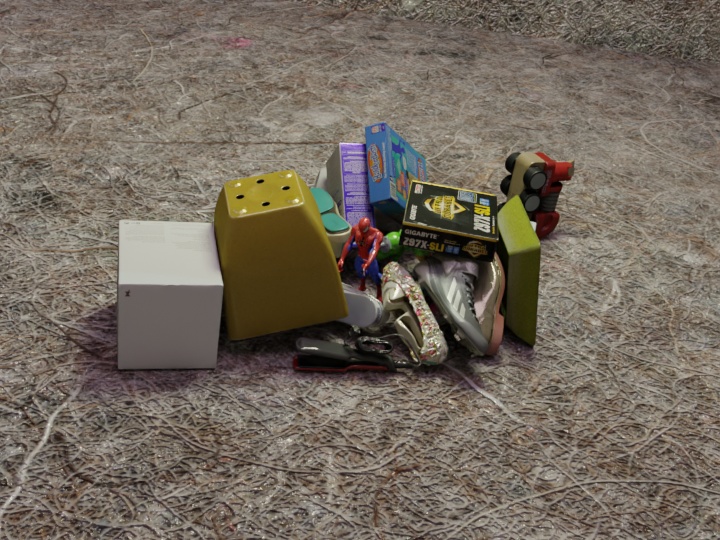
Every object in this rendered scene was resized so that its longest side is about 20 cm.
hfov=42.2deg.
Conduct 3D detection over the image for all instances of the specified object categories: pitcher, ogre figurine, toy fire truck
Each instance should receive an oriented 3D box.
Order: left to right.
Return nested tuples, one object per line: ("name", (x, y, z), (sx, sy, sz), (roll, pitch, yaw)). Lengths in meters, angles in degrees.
("pitcher", (-0.001, -0.118, 1.849), (0.199, 0.121, 0.172), (18, 40, -7))
("ogre figurine", (0.102, -0.063, 1.720), (0.199, 0.099, 0.120), (1, -1, 5))
("toy fire truck", (0.392, -0.166, 1.964), (0.199, 0.177, 0.129), (-5, 31, -24))

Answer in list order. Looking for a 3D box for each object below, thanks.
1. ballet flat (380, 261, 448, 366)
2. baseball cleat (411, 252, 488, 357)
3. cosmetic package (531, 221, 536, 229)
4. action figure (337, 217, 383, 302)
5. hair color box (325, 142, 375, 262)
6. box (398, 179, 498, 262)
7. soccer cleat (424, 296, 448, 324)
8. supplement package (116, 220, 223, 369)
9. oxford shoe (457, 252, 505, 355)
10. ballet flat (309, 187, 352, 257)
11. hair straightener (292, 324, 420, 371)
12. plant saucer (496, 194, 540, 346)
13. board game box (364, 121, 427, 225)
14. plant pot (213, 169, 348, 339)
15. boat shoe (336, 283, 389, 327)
("ballet flat", (0.076, 0.068, 1.515), (0.064, 0.076, 0.200), (-8, 54, -37))
("baseball cleat", (0.165, 0.042, 1.508), (0.106, 0.070, 0.200), (-36, 61, -2))
("cosmetic package", (0.243, -0.067, 1.856), (0.199, 0.072, 0.102), (13, 29, 7))
("action figure", (0.000, 0.000, 1.560), (0.065, 0.200, 0.099), (18, 50, 19))
("hair color box", (-0.018, -0.125, 1.739), (0.065, 0.201, 0.109), (1, -14, -16))
("box", (0.153, -0.087, 1.594), (0.159, 0.050, 0.200), (12, 27, 2))
("soccer cleat", (0.159, 0.060, 1.613), (0.086, 0.070, 0.200), (50, 51, -8))
("supplement package", (-0.300, 0.035, 1.445), (0.151, 0.151, 0.200), (1, 30, -15))
("oxford shoe", (0.197, 0.041, 1.571), (0.074, 0.071, 0.201), (14, 55, -17))
("ballet flat", (-0.063, -0.083, 1.683), (0.069, 0.070, 0.200), (-1, 28, -18))
("hair straightener", (-0.003, 0.125, 1.442), (0.199, 0.077, 0.041), (7, 33, -4))
("plant saucer", (0.265, -0.001, 1.622), (0.048, 0.201, 0.200), (-4, 30, -1))
("board game box", (0.073, -0.171, 1.764), (0.045, 0.153, 0.200), (-11, -19, 24))
("plant pot", (-0.139, -0.042, 1.475), (0.193, 0.201, 0.196), (-11, 34, -7))
("boat shoe", (-0.042, 0.055, 1.578), (0.199, 0.074, 0.065), (23, 5, 30))
